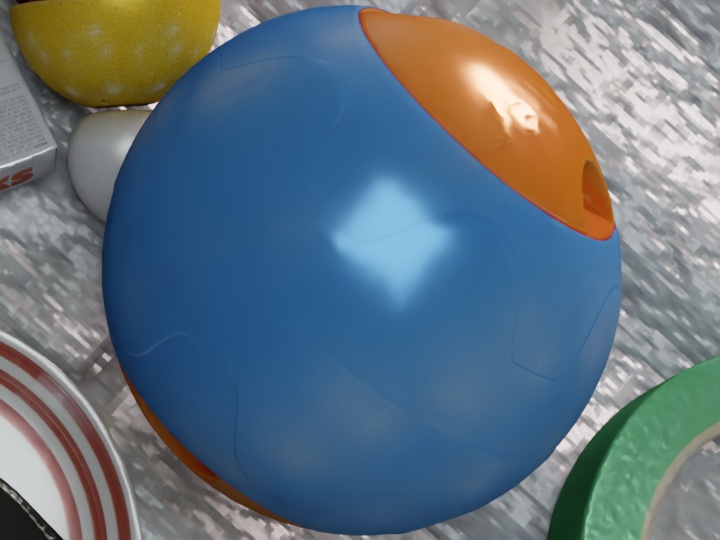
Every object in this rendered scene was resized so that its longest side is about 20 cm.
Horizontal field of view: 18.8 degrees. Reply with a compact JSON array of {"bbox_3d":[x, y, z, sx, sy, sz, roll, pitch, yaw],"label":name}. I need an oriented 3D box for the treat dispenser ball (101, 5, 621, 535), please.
[{"bbox_3d":[0.000,0.000,0.831,0.199,0.201,0.203,4,74,-14],"label":"treat dispenser ball"}]

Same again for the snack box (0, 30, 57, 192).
[{"bbox_3d":[-0.226,-0.039,0.869,0.199,0.024,0.072,-23,72,-20],"label":"snack box"}]

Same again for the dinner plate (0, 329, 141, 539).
[{"bbox_3d":[-0.184,0.112,0.846,0.198,0.024,0.202,4,75,-14],"label":"dinner plate"}]

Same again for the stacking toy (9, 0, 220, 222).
[{"bbox_3d":[-0.103,-0.118,0.890,0.145,0.146,0.202,-3,91,-16],"label":"stacking toy"}]

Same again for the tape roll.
[{"bbox_3d":[0.179,0.135,0.925,0.198,0.048,0.202,4,74,-15],"label":"tape roll"}]

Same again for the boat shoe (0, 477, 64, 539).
[{"bbox_3d":[-0.101,0.147,0.795,0.073,0.065,0.200,-26,70,-35],"label":"boat shoe"}]
